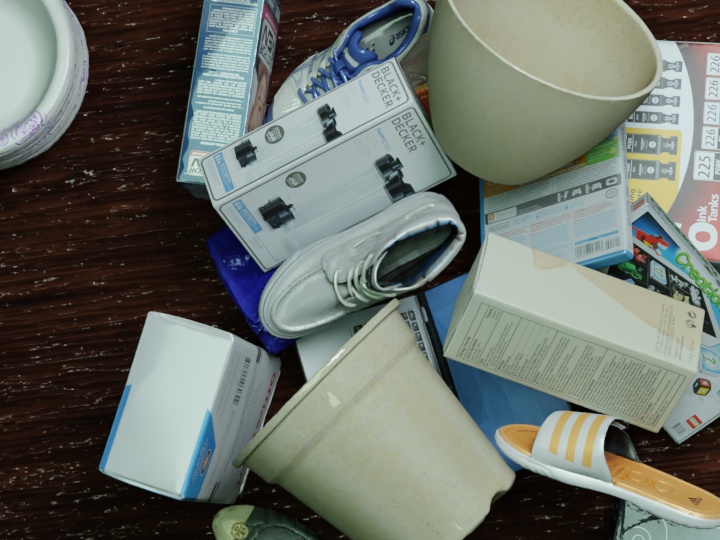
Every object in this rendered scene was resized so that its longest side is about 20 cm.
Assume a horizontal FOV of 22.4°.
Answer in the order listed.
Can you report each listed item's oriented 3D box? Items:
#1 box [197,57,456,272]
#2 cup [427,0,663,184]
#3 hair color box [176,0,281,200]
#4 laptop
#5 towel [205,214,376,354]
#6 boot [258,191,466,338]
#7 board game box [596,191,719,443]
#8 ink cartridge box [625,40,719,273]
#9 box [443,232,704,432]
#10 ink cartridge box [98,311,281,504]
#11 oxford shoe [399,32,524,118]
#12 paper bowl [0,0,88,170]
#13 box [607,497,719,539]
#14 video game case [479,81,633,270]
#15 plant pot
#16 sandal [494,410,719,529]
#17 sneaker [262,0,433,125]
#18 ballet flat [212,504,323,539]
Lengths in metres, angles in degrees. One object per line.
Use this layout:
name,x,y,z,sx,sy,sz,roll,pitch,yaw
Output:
box,-0.028,-0.092,1.611,0.200,0.117,0.060,-26,51,5
cup,0.135,-0.159,1.549,0.200,0.200,0.143,36,129,10
hair color box,-0.121,-0.169,1.702,0.060,0.100,0.200,8,84,6
laptop,0.065,0.106,1.633,0.200,0.116,0.187,-15,80,-14
towel,-0.037,-0.032,1.677,0.200,0.050,0.148,-34,58,-1
boot,0.000,0.000,1.582,0.200,0.096,0.074,-35,104,1
board game box,0.268,0.044,1.610,0.126,0.035,0.200,-38,102,21
ink cartridge box,0.249,-0.105,1.660,0.175,0.084,0.200,3,83,8
box,0.181,0.053,1.547,0.200,0.095,0.078,21,47,-3
ink cartridge box,-0.147,0.126,1.617,0.086,0.200,0.147,16,84,10
oxford shoe,0.057,-0.169,1.670,0.200,0.071,0.073,-28,51,4
paper bowl,-0.359,-0.193,1.730,0.200,0.104,0.201,-1,83,7
box,0.314,0.266,1.589,0.200,0.115,0.132,11,84,8
video game case,0.170,-0.085,1.607,0.143,0.018,0.200,-17,60,32
plant pot,0.024,0.159,1.552,0.200,0.200,0.183,-45,87,-1
sandal,0.217,0.154,1.531,0.206,0.079,0.059,19,109,17
sneaker,-0.017,-0.191,1.700,0.200,0.088,0.075,-42,81,1
ballet flat,-0.048,0.274,1.659,0.200,0.057,0.067,31,86,9
